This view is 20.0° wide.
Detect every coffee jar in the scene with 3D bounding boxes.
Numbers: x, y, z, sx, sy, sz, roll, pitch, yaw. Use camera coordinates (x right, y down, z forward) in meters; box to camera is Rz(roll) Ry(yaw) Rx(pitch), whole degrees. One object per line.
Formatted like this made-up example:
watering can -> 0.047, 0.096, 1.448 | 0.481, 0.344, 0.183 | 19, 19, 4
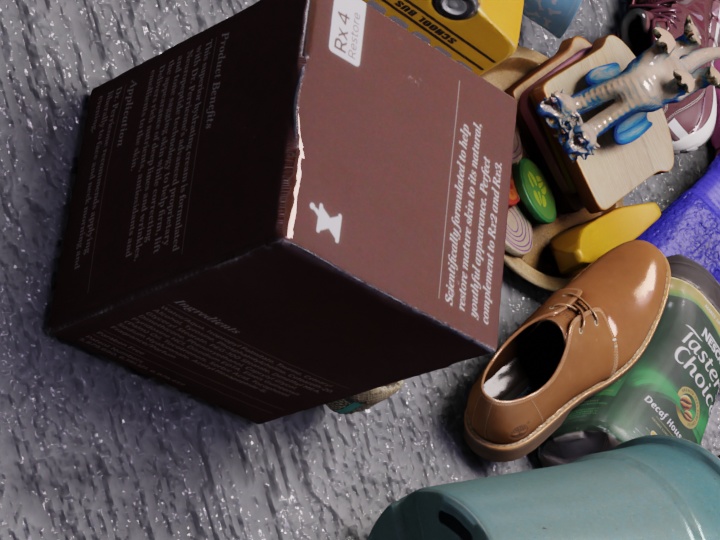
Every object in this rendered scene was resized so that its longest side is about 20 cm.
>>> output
coffee jar -> 0.205, 0.083, 1.441 | 0.104, 0.085, 0.200 | 51, 45, -20

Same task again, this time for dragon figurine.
dragon figurine -> 0.197, -0.128, 1.430 | 0.200, 0.099, 0.059 | -24, 86, -57

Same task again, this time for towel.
towel -> 0.311, -0.025, 1.564 | 0.200, 0.050, 0.148 | -45, 110, -19

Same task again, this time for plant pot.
plant pot -> 0.117, 0.202, 1.239 | 0.196, 0.200, 0.200 | 2, 74, -38

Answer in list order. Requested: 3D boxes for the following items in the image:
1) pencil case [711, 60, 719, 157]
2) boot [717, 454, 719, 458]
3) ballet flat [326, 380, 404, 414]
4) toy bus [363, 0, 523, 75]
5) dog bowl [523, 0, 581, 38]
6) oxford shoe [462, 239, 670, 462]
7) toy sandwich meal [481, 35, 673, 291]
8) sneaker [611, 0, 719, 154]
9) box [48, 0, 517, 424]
pencil case -> 0.325, -0.177, 1.669 | 0.094, 0.091, 0.200 | 24, 60, -54
boot -> 0.349, 0.140, 1.511 | 0.073, 0.162, 0.198 | 58, 44, -11
ballet flat -> 0.000, 0.000, 1.271 | 0.068, 0.075, 0.200 | 22, 55, -22
toy bus -> 0.023, -0.210, 1.361 | 0.200, 0.078, 0.065 | 30, 53, -28
dog bowl -> 0.148, -0.255, 1.486 | 0.050, 0.112, 0.200 | 21, 42, -3
oxford shoe -> 0.145, 0.041, 1.357 | 0.071, 0.071, 0.200 | 32, 60, 22
toy sandwich meal -> 0.146, -0.081, 1.454 | 0.205, 0.070, 0.205 | 19, 62, -40
sneaker -> 0.231, -0.198, 1.565 | 0.116, 0.076, 0.200 | 32, 52, -55
box -> -0.043, -0.031, 1.145 | 0.164, 0.200, 0.166 | 29, 57, -36
